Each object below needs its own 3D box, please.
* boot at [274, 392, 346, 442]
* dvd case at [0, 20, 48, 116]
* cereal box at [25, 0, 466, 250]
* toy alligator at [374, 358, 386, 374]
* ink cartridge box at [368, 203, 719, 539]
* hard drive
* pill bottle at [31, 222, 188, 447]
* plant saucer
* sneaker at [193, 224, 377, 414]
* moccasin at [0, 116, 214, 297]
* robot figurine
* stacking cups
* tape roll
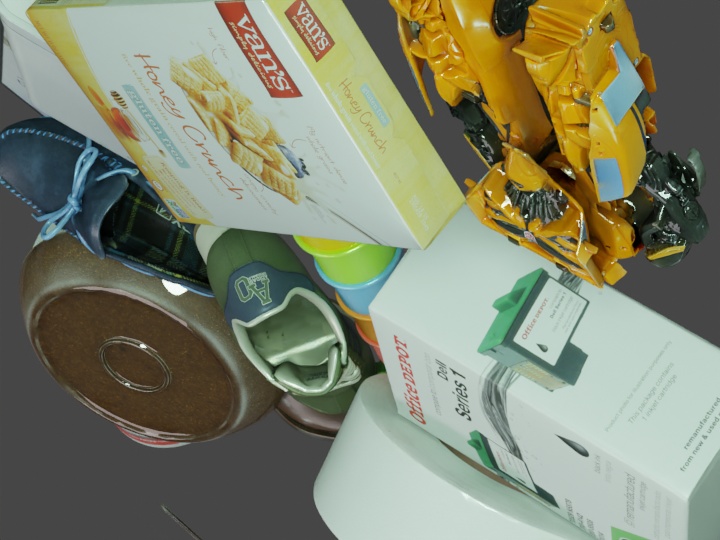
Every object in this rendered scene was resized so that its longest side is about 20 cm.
[{"bbox_3d":[-0.055,0.024,1.337,0.186,0.064,0.200,20,148,20],"label":"boot"},{"bbox_3d":[-0.173,-0.117,1.277,0.142,0.018,0.200,38,162,1],"label":"dvd case"},{"bbox_3d":[-0.057,-0.078,0.930,0.199,0.040,0.144,7,139,52],"label":"cereal box"},{"bbox_3d":[0.061,0.108,1.322,0.200,0.059,0.054,42,121,-12],"label":"toy alligator"},{"bbox_3d":[0.110,0.067,1.068,0.199,0.084,0.146,30,160,22],"label":"ink cartridge box"},{"bbox_3d":[-0.135,-0.096,1.128,0.131,0.027,0.200,30,171,0],"label":"hard drive"},{"bbox_3d":[-0.165,0.039,1.482,0.116,0.116,0.200,28,159,28],"label":"pill bottle"},{"bbox_3d":[-0.148,0.054,1.354,0.199,0.035,0.201,16,141,14],"label":"plant saucer"},{"bbox_3d":[-0.036,0.048,1.193,0.200,0.067,0.090,57,-174,-48],"label":"sneaker"},{"bbox_3d":[-0.147,-0.044,1.243,0.199,0.068,0.081,20,114,15],"label":"moccasin"},{"bbox_3d":[0.076,-0.065,0.857,0.145,0.058,0.200,30,160,31],"label":"robot figurine"},{"bbox_3d":[0.000,0.000,1.156,0.060,0.061,0.200,28,159,29],"label":"stacking cups"},{"bbox_3d":[0.075,0.140,1.180,0.201,0.071,0.203,23,-166,-6],"label":"tape roll"}]
